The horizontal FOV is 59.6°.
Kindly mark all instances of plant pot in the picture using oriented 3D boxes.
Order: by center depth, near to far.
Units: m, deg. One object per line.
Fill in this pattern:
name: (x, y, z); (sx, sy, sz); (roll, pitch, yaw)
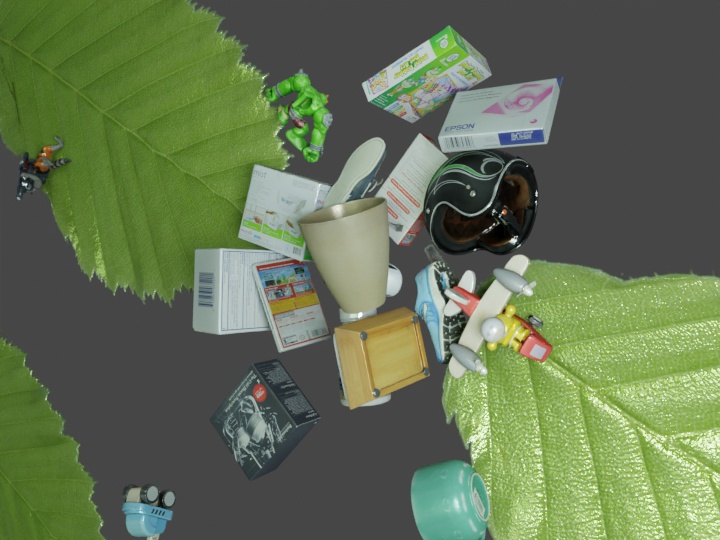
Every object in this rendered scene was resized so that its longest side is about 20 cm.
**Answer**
plant pot: (-0.016, -0.024, 1.270); (0.184, 0.187, 0.204); (-5, 106, 30)

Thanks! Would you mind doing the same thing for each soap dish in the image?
soap dish: (0.047, 0.169, 1.251); (0.080, 0.197, 0.161); (-10, 92, 49)

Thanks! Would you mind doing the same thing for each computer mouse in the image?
computer mouse: (0.000, 0.000, 1.379); (0.197, 0.044, 0.112); (17, 97, 29)

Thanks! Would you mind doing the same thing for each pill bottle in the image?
pill bottle: (0.003, 0.179, 1.338); (0.109, 0.110, 0.205); (-7, 86, 30)

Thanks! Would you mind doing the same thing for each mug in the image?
mug: (0.189, 0.452, 1.220); (0.113, 0.184, 0.155); (-22, 55, 25)

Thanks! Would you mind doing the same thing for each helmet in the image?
helmet: (0.213, -0.127, 1.172); (0.189, 0.197, 0.205); (7, 94, 46)

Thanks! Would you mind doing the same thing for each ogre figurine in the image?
ogre figurine: (-0.131, -0.359, 1.429); (0.119, 0.097, 0.203); (-38, 60, 37)

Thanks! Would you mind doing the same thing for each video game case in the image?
video game case: (-0.154, 0.072, 1.416); (0.017, 0.141, 0.204); (-33, 73, 47)

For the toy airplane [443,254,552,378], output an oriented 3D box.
toy airplane: (0.238, 0.089, 1.160); (0.195, 0.141, 0.204); (-13, 94, 18)

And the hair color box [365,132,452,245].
hair color box: (0.111, -0.165, 1.304); (0.111, 0.064, 0.201); (45, 110, 22)

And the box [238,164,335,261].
box: (-0.167, -0.133, 1.447); (0.197, 0.096, 0.180); (18, 98, 29)

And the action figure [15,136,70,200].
action figure: (-0.985, -0.293, 1.929); (0.192, 0.104, 0.203); (-34, 49, 31)

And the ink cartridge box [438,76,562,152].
ink cartridge box: (0.259, -0.301, 1.159); (0.193, 0.044, 0.202); (0, 49, 29)

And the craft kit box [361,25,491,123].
craft kit box: (0.132, -0.369, 1.214); (0.195, 0.199, 0.049); (-29, 76, 28)

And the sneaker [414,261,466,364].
sneaker: (0.156, 0.089, 1.284); (0.089, 0.077, 0.205); (-18, 77, 48)

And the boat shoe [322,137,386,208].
boat shoe: (-0.003, -0.194, 1.369); (0.075, 0.061, 0.202); (40, 101, 40)

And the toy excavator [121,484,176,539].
toy excavator: (-0.553, 0.685, 1.660); (0.098, 0.194, 0.204); (-10, 57, 29)

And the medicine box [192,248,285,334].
medicine box: (-0.273, 0.044, 1.442); (0.101, 0.198, 0.187); (2, 91, 40)

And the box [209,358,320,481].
box: (-0.225, 0.347, 1.476); (0.182, 0.103, 0.201); (47, 112, 20)
